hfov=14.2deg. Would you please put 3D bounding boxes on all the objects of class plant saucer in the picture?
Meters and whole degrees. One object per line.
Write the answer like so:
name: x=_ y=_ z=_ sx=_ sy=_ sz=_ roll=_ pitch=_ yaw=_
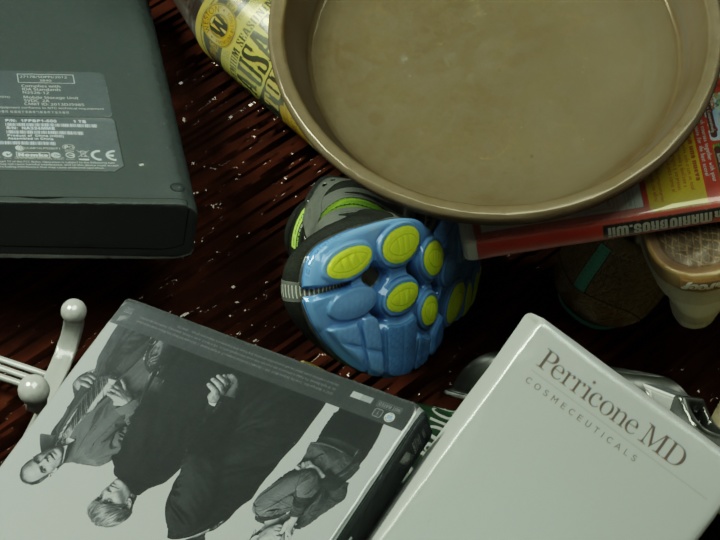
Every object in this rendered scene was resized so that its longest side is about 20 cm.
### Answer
plant saucer: x=0.059 y=-0.101 z=1.275 sx=0.200 sy=0.029 sz=0.200 roll=0 pitch=59 yaw=1

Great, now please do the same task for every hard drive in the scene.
hard drive: x=-0.157 y=-0.078 z=1.334 sx=0.139 sy=0.033 sz=0.200 roll=0 pitch=37 yaw=-13

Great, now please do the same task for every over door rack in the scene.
over door rack: x=-0.210 y=0.066 z=1.206 sx=0.148 sy=0.067 sz=0.200 roll=17 pitch=48 yaw=3

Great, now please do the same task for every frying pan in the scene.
frying pan: x=0.106 y=0.057 z=1.228 sx=0.115 sy=0.190 sz=0.031 roll=8 pitch=90 yaw=-20

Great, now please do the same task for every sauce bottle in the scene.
sauce bottle: x=-0.044 y=-0.118 z=1.405 sx=0.200 sy=0.066 sz=0.066 roll=39 pitch=53 yaw=23

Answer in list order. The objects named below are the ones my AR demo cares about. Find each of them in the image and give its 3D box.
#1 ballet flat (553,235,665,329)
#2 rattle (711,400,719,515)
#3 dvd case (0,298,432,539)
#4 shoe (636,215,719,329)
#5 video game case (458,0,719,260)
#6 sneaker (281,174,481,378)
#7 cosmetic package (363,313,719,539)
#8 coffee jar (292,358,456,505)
ballet flat: x=0.162 y=-0.049 z=1.384 sx=0.068 sy=0.072 sz=0.200 roll=38 pitch=52 yaw=16
rattle: x=0.233 y=0.060 z=1.305 sx=0.143 sy=0.130 sz=0.200 roll=23 pitch=25 yaw=-4
dvd case: x=-0.085 y=0.111 z=1.123 sx=0.150 sy=0.025 sz=0.200 roll=19 pitch=61 yaw=29
shoe: x=0.151 y=-0.065 z=1.322 sx=0.070 sy=0.053 sz=0.200 roll=-3 pitch=56 yaw=11
video game case: x=0.135 y=-0.081 z=1.290 sx=0.200 sy=0.017 sz=0.143 roll=-9 pitch=57 yaw=2
sneaker: x=0.000 y=0.000 z=1.274 sx=0.083 sy=0.071 sz=0.200 roll=9 pitch=12 yaw=13
cosmetic package: x=0.048 y=0.126 z=1.122 sx=0.101 sy=0.071 sz=0.200 roll=36 pitch=91 yaw=-1
coffee jar: x=0.021 y=0.101 z=1.211 sx=0.200 sy=0.085 sz=0.104 roll=14 pitch=36 yaw=0
